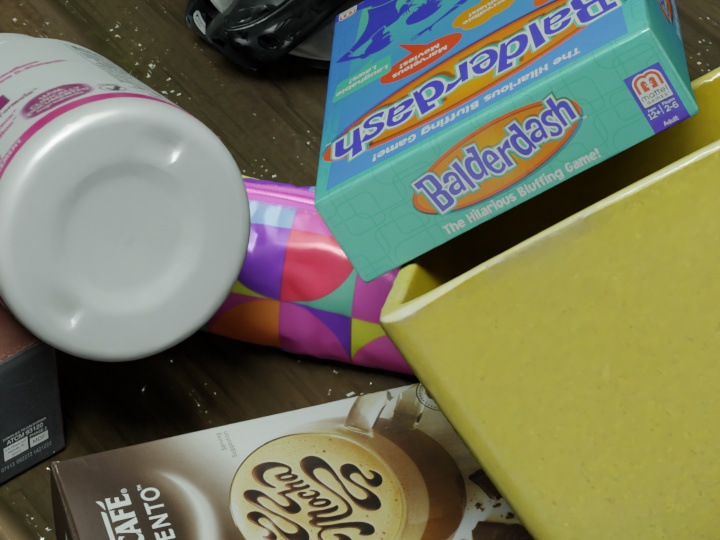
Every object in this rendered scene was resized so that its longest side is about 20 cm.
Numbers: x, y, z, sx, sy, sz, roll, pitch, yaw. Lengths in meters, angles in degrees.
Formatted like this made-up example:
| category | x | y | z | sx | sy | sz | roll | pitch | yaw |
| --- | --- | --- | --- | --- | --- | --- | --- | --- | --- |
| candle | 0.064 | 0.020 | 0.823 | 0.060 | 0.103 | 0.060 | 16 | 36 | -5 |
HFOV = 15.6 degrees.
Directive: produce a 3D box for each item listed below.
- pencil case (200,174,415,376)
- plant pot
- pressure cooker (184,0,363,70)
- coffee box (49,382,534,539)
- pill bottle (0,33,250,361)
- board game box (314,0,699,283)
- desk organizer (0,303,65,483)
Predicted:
| category | x | y | z | sx | sy | sz | roll | pitch | yaw |
| --- | --- | --- | --- | --- | --- | --- | --- | --- | --- |
| pencil case | 0.000 | 0.000 | 1.225 | 0.200 | 0.088 | 0.088 | 8 | 44 | 8 |
| plant pot | 0.145 | 0.041 | 1.038 | 0.195 | 0.200 | 0.194 | -27 | 8 | 11 |
| pressure cooker | -0.015 | -0.204 | 1.375 | 0.178 | 0.176 | 0.200 | -2 | 40 | 1 |
| coffee box | -0.019 | 0.123 | 1.096 | 0.200 | 0.080 | 0.113 | -12 | 46 | -14 |
| pill bottle | -0.134 | -0.040 | 1.164 | 0.113 | 0.113 | 0.200 | -16 | 21 | -18 |
| board game box | 0.059 | -0.088 | 1.102 | 0.152 | 0.045 | 0.200 | -27 | 24 | 15 |
| desk organizer | -0.234 | 0.078 | 1.144 | 0.200 | 0.072 | 0.077 | -30 | 49 | -29 |
